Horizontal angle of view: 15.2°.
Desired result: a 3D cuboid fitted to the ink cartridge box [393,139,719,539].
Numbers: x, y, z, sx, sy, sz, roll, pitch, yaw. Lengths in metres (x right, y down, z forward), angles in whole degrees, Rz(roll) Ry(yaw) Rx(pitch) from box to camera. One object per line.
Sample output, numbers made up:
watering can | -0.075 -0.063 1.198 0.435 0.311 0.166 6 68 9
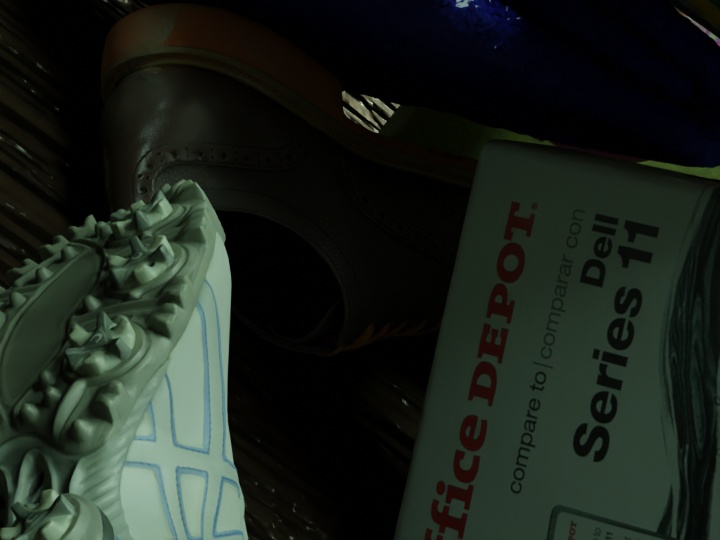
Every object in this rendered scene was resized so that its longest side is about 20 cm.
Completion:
ink cartridge box | 0.113 0.056 0.694 0.199 0.148 0.083 14 3 38

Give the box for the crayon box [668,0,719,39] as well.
crayon box | 0.107 -0.091 0.717 0.118 0.058 0.200 33 8 -27

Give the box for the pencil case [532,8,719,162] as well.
pencil case | 0.094 -0.136 0.899 0.087 0.087 0.201 34 57 -31

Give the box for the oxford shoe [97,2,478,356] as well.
oxford shoe | 0.000 0.000 0.792 0.199 0.071 0.073 28 54 -32

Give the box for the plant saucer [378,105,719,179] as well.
plant saucer | 0.136 -0.047 0.922 0.199 0.200 0.048 32 -23 16

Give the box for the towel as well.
towel | 0.005 -0.083 0.779 0.199 0.050 0.147 17 -4 45

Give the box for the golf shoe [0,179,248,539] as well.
golf shoe | -0.058 0.064 0.616 0.097 0.078 0.201 57 26 -29
